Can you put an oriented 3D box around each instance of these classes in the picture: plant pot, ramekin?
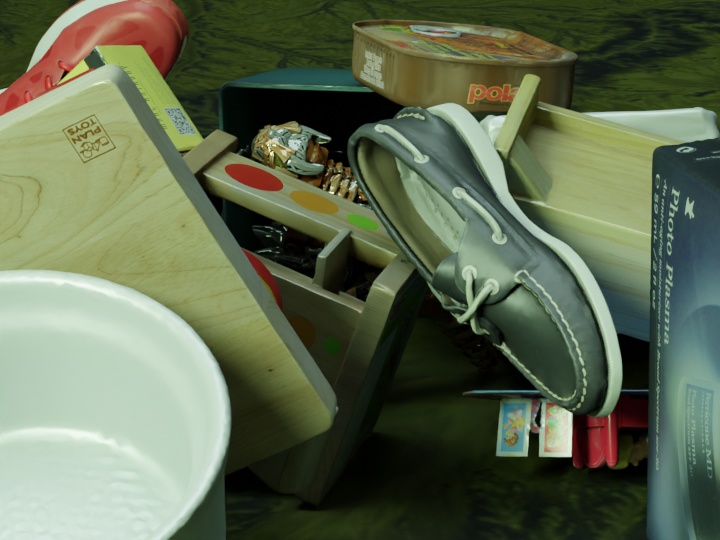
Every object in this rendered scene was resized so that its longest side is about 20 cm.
[{"bbox_3d":[0.006,-0.068,1.825,0.140,0.142,0.200,3,14,16],"label":"plant pot"},{"bbox_3d":[-0.150,0.102,1.203,0.199,0.098,0.201,-3,43,2],"label":"ramekin"}]

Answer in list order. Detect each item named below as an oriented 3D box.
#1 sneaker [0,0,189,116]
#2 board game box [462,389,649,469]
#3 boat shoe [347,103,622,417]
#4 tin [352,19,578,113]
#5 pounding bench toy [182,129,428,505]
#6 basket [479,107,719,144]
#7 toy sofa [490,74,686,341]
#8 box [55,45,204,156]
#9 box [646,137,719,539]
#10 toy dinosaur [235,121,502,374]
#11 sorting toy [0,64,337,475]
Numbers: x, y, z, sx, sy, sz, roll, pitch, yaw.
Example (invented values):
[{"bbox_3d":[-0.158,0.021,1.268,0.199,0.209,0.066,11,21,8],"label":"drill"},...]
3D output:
[{"bbox_3d":[-0.183,-0.077,1.630,0.200,0.078,0.116,-37,25,26],"label":"sneaker"},{"bbox_3d":[0.153,0.084,1.441,0.199,0.039,0.158,-1,-5,29],"label":"board game box"},{"bbox_3d":[0.060,-0.004,1.377,0.060,0.074,0.201,-11,55,-31],"label":"boat shoe"},{"bbox_3d":[0.058,-0.121,1.661,0.111,0.042,0.200,6,10,-14],"label":"tin"},{"bbox_3d":[-0.066,0.028,1.427,0.155,0.125,0.200,23,21,7],"label":"pounding bench toy"},{"bbox_3d":[0.132,-0.025,1.607,0.135,0.124,0.200,-3,-1,0],"label":"basket"},{"bbox_3d":[0.159,-0.020,1.455,0.199,0.098,0.083,16,37,8],"label":"toy sofa"},{"bbox_3d":[-0.180,-0.035,1.540,0.200,0.075,0.050,-41,-14,23],"label":"box"},{"bbox_3d":[0.212,0.057,1.246,0.122,0.201,0.198,-5,16,-13],"label":"box"},{"bbox_3d":[0.000,0.000,1.569,0.135,0.200,0.102,-31,12,36],"label":"toy dinosaur"},{"bbox_3d":[-0.139,0.015,1.303,0.199,0.199,0.070,-24,24,20],"label":"sorting toy"}]
